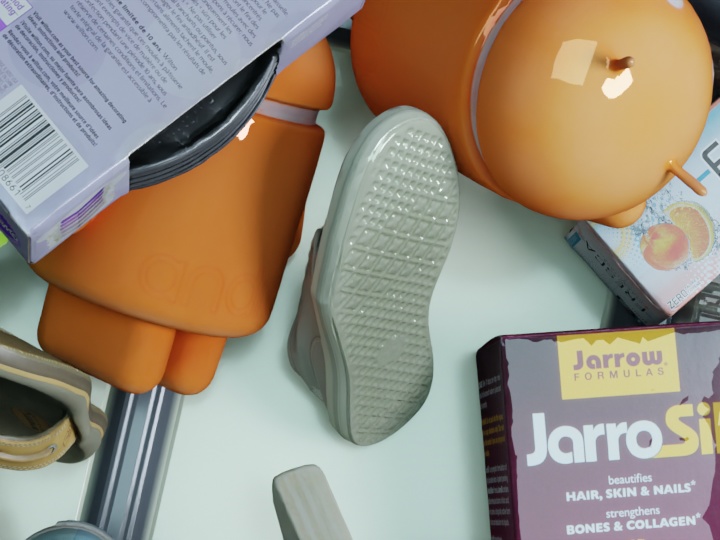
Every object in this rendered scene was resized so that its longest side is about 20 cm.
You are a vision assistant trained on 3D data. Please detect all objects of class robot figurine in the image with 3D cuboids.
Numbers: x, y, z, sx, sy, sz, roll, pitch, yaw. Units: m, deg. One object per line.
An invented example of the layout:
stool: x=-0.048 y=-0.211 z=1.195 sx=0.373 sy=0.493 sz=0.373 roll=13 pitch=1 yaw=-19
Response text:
robot figurine: x=0.074 y=-0.090 z=0.989 sx=0.116 sy=0.200 sz=0.144 roll=-2 pitch=111 yaw=-32
robot figurine: x=-0.078 y=-0.048 z=1.014 sx=0.143 sy=0.117 sz=0.201 roll=14 pitch=98 yaw=-20

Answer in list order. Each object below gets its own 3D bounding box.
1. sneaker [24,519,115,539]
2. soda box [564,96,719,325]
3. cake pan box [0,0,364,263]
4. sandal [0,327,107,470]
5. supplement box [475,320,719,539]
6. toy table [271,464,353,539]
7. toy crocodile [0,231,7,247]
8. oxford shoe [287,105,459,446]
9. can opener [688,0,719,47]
sneaker: x=-0.151 y=0.187 z=0.868 sx=0.074 sy=0.082 sz=0.201 roll=23 pitch=84 yaw=-1
soda box: x=0.193 y=-0.061 z=1.075 sx=0.200 sy=0.068 sz=0.064 roll=-40 pitch=86 yaw=-7
cake pan box: x=-0.119 y=-0.129 z=0.916 sx=0.184 sy=0.052 sz=0.200 roll=-41 pitch=84 yaw=-14
sandal: x=-0.155 y=0.059 z=0.970 sx=0.080 sy=0.200 sz=0.054 roll=23 pitch=75 yaw=11
supplement box: x=0.118 y=0.127 z=1.041 sx=0.110 sy=0.086 sz=0.201 roll=-4 pitch=84 yaw=-4
toy table: x=0.010 y=0.174 z=0.848 sx=0.200 sy=0.117 sz=0.184 roll=-29 pitch=64 yaw=-20
toy crocodile: x=-0.240 y=0.010 z=1.007 sx=0.200 sy=0.068 sz=0.062 roll=-23 pitch=100 yaw=28
oxford shoe: x=0.000 y=0.000 z=1.004 sx=0.075 sy=0.200 sz=0.058 roll=-27 pitch=57 yaw=-23
can opener: x=0.134 y=-0.140 z=1.061 sx=0.200 sy=0.063 sz=0.079 roll=26 pitch=125 yaw=23
